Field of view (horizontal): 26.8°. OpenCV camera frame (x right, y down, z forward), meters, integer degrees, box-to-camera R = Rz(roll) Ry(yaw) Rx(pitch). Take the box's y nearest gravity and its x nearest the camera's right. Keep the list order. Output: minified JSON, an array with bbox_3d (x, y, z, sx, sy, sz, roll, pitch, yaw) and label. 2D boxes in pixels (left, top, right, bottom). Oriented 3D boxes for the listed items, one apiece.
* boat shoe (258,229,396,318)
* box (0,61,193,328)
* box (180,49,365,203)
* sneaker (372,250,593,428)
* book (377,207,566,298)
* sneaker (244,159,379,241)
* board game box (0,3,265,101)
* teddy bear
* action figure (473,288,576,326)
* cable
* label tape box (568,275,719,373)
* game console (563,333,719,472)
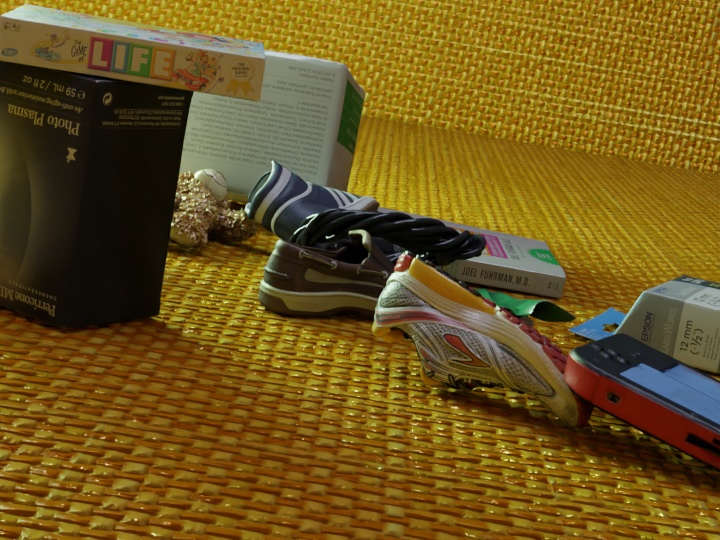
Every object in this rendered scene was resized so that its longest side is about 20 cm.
[{"bbox_3d":[0.004,0.002,1.387,0.202,0.075,0.075,0,14,-39],"label":"boat shoe"},{"bbox_3d":[-0.259,-0.076,1.234,0.200,0.199,0.123,17,14,31],"label":"box"},{"bbox_3d":[-0.111,-0.164,1.793,0.200,0.172,0.199,11,-1,6],"label":"box"},{"bbox_3d":[0.094,0.067,1.173,0.200,0.082,0.078,33,2,30],"label":"sneaker"},{"bbox_3d":[0.115,-0.015,1.663,0.200,0.048,0.134,10,15,-7],"label":"book"},{"bbox_3d":[-0.053,-0.069,1.625,0.108,0.070,0.200,34,16,9],"label":"sneaker"},{"bbox_3d":[-0.176,-0.173,1.194,0.200,0.034,0.134,8,13,-7],"label":"board game box"},{"bbox_3d":[-0.184,-0.069,1.609,0.145,0.067,0.200,17,14,26],"label":"teddy bear"},{"bbox_3d":[0.108,0.039,1.344,0.118,0.055,0.200,7,4,-7],"label":"action figure"},{"bbox_3d":[0.025,-0.021,1.474,0.163,0.051,0.200,-6,-14,41],"label":"cable"},{"bbox_3d":[0.319,0.047,1.454,0.200,0.066,0.143,16,13,24],"label":"label tape box"},{"bbox_3d":[0.257,0.102,1.113,0.200,0.031,0.177,28,17,20],"label":"game console"}]
